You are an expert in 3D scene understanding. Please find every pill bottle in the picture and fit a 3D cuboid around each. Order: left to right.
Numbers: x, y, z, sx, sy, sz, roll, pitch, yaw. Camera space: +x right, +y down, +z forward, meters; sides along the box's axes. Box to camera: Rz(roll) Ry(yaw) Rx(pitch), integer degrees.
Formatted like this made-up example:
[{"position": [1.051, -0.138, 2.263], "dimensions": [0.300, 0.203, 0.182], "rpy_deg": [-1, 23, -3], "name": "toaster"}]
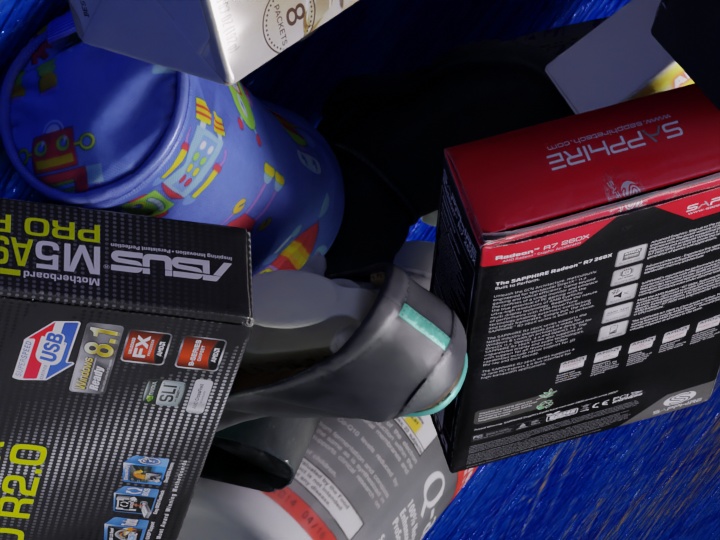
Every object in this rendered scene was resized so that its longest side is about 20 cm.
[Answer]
[{"position": [-0.008, 0.081, 1.214], "dimensions": [0.200, 0.115, 0.116], "rpy_deg": [-47, 166, -37], "name": "pill bottle"}]

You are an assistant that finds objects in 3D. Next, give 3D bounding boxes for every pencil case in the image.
[{"position": [-0.069, -0.049, 1.009], "dimensions": [0.078, 0.087, 0.200], "rpy_deg": [-25, 164, 12], "name": "pencil case"}]

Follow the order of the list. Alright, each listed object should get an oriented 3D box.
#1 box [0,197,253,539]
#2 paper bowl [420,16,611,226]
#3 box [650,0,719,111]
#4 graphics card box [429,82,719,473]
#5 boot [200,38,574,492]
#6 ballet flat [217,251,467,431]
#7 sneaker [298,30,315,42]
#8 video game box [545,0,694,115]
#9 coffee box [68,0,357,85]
[{"position": [-0.137, 0.053, 0.969], "dimensions": [0.159, 0.045, 0.201], "rpy_deg": [7, 139, -14], "name": "box"}, {"position": [0.124, -0.054, 1.248], "dimensions": [0.199, 0.105, 0.201], "rpy_deg": [-9, 171, -1], "name": "paper bowl"}, {"position": [0.232, -0.143, 0.940], "dimensions": [0.199, 0.104, 0.183], "rpy_deg": [-8, 131, -25], "name": "box"}, {"position": [0.092, 0.005, 1.040], "dimensions": [0.125, 0.051, 0.200], "rpy_deg": [-16, 151, -10], "name": "graphics card box"}, {"position": [0.000, 0.000, 1.104], "dimensions": [0.164, 0.066, 0.201], "rpy_deg": [-11, -141, 53], "name": "boot"}, {"position": [-0.052, 0.028, 1.025], "dimensions": [0.199, 0.074, 0.073], "rpy_deg": [-6, -172, 34], "name": "ballet flat"}, {"position": [0.005, -0.136, 1.026], "dimensions": [0.112, 0.073, 0.200], "rpy_deg": [-48, 154, 12], "name": "sneaker"}, {"position": [0.194, -0.088, 1.088], "dimensions": [0.200, 0.047, 0.182], "rpy_deg": [-37, 146, 4], "name": "video game box"}, {"position": [-0.009, -0.161, 0.840], "dimensions": [0.200, 0.080, 0.114], "rpy_deg": [-37, 128, -32], "name": "coffee box"}]
